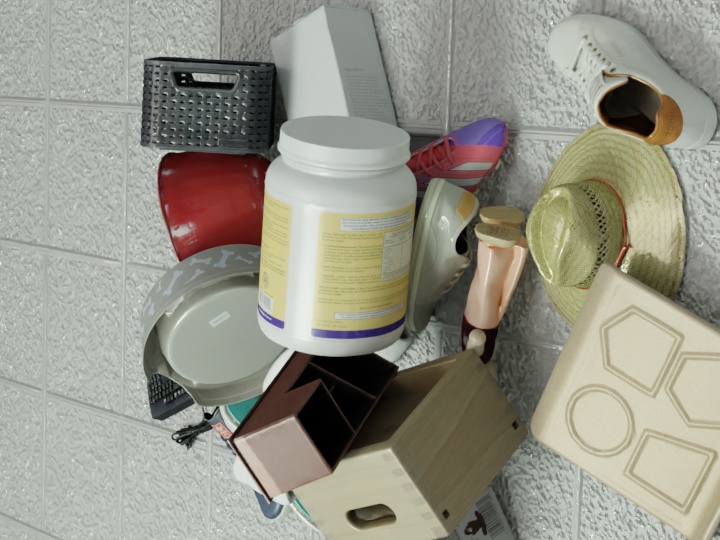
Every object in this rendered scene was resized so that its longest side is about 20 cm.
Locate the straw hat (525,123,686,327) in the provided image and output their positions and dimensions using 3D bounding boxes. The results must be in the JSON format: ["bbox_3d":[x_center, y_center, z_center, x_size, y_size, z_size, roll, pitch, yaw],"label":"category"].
[{"bbox_3d":[0.195,-0.033,1.536,0.200,0.085,0.203,5,96,49],"label":"straw hat"}]

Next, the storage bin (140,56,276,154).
[{"bbox_3d":[-0.162,-0.181,1.850,0.200,0.134,0.095,-93,7,-81],"label":"storage bin"}]

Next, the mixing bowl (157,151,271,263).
[{"bbox_3d":[-0.128,-0.054,1.865,0.108,0.200,0.201,-21,74,14],"label":"mixing bowl"}]

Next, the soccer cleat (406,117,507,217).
[{"bbox_3d":[0.056,-0.094,1.673,0.200,0.076,0.067,-33,41,32],"label":"soccer cleat"}]

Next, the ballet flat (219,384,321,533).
[{"bbox_3d":[-0.083,0.210,1.882,0.200,0.069,0.069,49,132,3],"label":"ballet flat"}]

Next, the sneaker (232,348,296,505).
[{"bbox_3d":[-0.066,0.156,1.776,0.080,0.070,0.201,34,122,26],"label":"sneaker"}]

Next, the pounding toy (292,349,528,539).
[{"bbox_3d":[0.047,0.187,1.626,0.199,0.184,0.143,-21,108,46],"label":"pounding toy"}]

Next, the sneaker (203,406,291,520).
[{"bbox_3d":[-0.133,0.189,1.942,0.075,0.084,0.201,-26,73,47],"label":"sneaker"}]

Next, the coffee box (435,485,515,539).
[{"bbox_3d":[0.043,0.289,1.643,0.114,0.199,0.080,-21,94,49],"label":"coffee box"}]

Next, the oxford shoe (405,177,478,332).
[{"bbox_3d":[0.078,-0.007,1.670,0.057,0.075,0.201,15,137,6],"label":"oxford shoe"}]

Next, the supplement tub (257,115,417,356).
[{"bbox_3d":[-0.022,-0.034,1.614,0.145,0.145,0.201,25,117,46],"label":"supplement tub"}]

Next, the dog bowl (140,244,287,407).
[{"bbox_3d":[-0.141,0.055,1.794,0.201,0.199,0.059,-61,39,32],"label":"dog bowl"}]

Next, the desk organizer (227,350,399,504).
[{"bbox_3d":[-0.039,0.124,1.589,0.077,0.200,0.072,-25,105,30],"label":"desk organizer"}]

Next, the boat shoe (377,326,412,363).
[{"bbox_3d":[-0.003,0.001,1.783,0.086,0.074,0.203,-46,61,41],"label":"boat shoe"}]

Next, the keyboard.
[{"bbox_3d":[-0.201,0.144,2.070,0.200,0.021,0.128,-31,69,47],"label":"keyboard"}]

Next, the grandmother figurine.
[{"bbox_3d":[0.119,0.046,1.637,0.060,0.121,0.201,15,120,13],"label":"grandmother figurine"}]

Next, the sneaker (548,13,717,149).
[{"bbox_3d":[0.220,-0.173,1.499,0.200,0.084,0.073,42,124,42],"label":"sneaker"}]

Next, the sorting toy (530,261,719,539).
[{"bbox_3d":[0.259,0.115,1.486,0.200,0.036,0.186,35,119,26],"label":"sorting toy"}]

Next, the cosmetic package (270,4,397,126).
[{"bbox_3d":[-0.022,-0.167,1.796,0.101,0.074,0.201,-23,73,47],"label":"cosmetic package"}]
